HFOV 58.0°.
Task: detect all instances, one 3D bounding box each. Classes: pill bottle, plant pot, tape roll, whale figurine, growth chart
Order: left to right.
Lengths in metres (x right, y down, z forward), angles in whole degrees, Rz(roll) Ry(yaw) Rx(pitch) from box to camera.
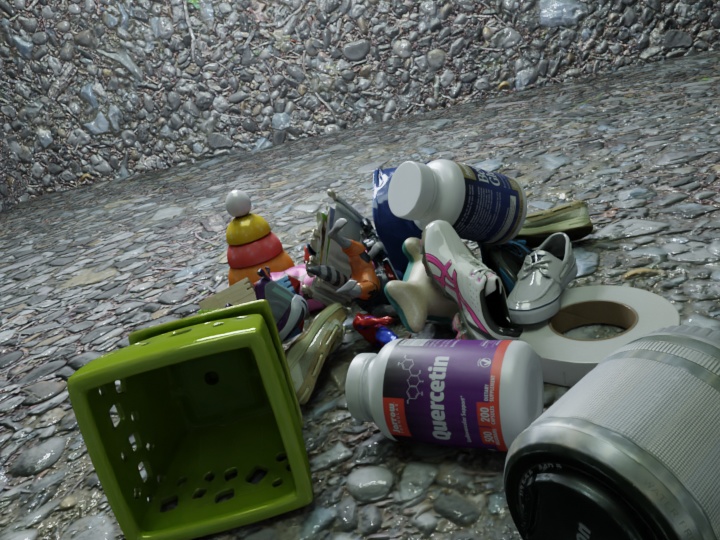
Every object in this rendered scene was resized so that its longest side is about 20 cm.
[{"bbox_3d":[-0.167,0.147,0.713,0.198,0.201,0.182,-14,15,1],"label":"plant pot"},{"bbox_3d":[-0.036,-0.029,1.032,0.018,0.145,0.201,-8,57,33],"label":"growth chart"},{"bbox_3d":[0.097,0.031,0.927,0.104,0.159,0.200,-36,-5,42],"label":"whale figurine"},{"bbox_3d":[0.088,0.130,0.699,0.199,0.113,0.112,-3,23,28],"label":"pill bottle"},{"bbox_3d":[0.145,-0.105,0.978,0.199,0.112,0.111,7,8,-33],"label":"pill bottle"},{"bbox_3d":[0.292,0.077,0.814,0.202,0.037,0.203,-11,21,4],"label":"tape roll"}]

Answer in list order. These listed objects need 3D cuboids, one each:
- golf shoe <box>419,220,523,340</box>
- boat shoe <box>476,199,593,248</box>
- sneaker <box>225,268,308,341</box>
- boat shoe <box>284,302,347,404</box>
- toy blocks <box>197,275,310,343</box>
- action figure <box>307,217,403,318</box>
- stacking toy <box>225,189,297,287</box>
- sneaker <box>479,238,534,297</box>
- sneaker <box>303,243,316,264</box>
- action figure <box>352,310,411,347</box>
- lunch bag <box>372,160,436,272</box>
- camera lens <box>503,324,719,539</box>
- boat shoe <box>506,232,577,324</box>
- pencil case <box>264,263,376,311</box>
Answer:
[{"bbox_3d":[0.146,0.015,0.839,0.072,0.201,0.092,-9,-23,-39],"label":"golf shoe"},{"bbox_3d":[0.297,-0.078,1.127,0.200,0.063,0.073,-10,-24,3],"label":"boat shoe"},{"bbox_3d":[-0.157,0.094,0.838,0.200,0.087,0.074,-50,6,5],"label":"sneaker"},{"bbox_3d":[-0.061,0.112,0.906,0.073,0.063,0.201,-48,0,27],"label":"boat shoe"},{"bbox_3d":[-0.138,0.062,0.940,0.136,0.200,0.100,-28,66,-4],"label":"toy blocks"},{"bbox_3d":[0.000,0.000,1.008,0.104,0.193,0.200,-31,54,9],"label":"action figure"},{"bbox_3d":[-0.208,-0.059,1.246,0.145,0.201,0.146,-12,21,5],"label":"stacking toy"},{"bbox_3d":[0.242,-0.011,1.017,0.082,0.074,0.200,-12,21,5],"label":"sneaker"},{"bbox_3d":[-0.013,-0.038,1.231,0.199,0.085,0.075,-14,21,-2],"label":"sneaker"},{"bbox_3d":[0.041,0.094,0.893,0.052,0.065,0.200,-51,30,-7],"label":"action figure"},{"bbox_3d":[0.102,-0.085,1.139,0.132,0.200,0.136,-6,53,11],"label":"lunch bag"},{"bbox_3d":[0.221,0.149,0.498,0.200,0.161,0.160,-28,25,-34],"label":"camera lens"},{"bbox_3d":[0.243,0.006,0.884,0.073,0.066,0.200,-2,23,30],"label":"boat shoe"},{"bbox_3d":[-0.060,0.014,1.130,0.199,0.091,0.094,-14,20,-7],"label":"pencil case"}]
